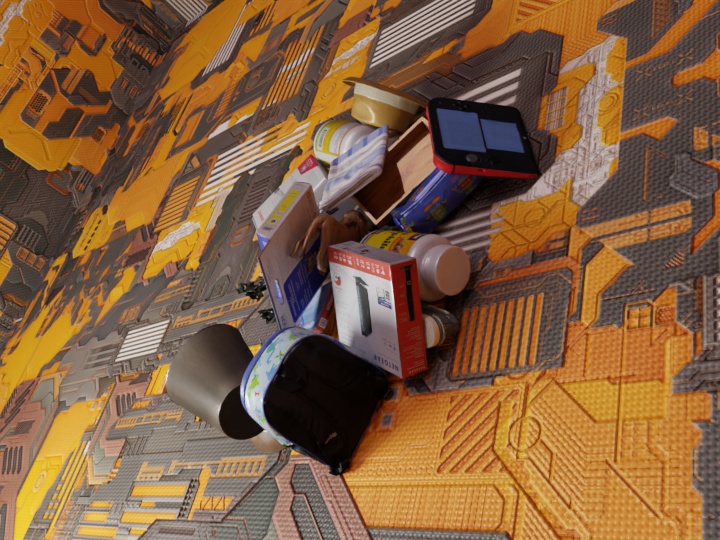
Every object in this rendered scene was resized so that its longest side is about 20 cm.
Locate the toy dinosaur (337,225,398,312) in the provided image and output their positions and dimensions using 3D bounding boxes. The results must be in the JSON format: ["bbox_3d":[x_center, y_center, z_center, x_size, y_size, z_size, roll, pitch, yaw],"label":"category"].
[{"bbox_3d":[0.000,0.000,1.323,0.201,0.047,0.088,-59,-4,-19],"label":"toy dinosaur"}]

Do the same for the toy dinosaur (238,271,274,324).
[{"bbox_3d":[-0.166,0.026,1.495,0.136,0.102,0.200,-40,3,-17],"label":"toy dinosaur"}]

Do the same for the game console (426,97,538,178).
[{"bbox_3d":[0.204,-0.231,1.253,0.176,0.031,0.201,2,45,-4],"label":"game console"}]

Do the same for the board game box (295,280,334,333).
[{"bbox_3d":[-0.100,0.088,1.366,0.200,0.019,0.103,-30,33,58],"label":"board game box"}]

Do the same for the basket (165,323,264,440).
[{"bbox_3d":[-0.243,0.210,1.312,0.181,0.136,0.200,-50,36,-8],"label":"basket"}]

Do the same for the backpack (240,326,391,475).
[{"bbox_3d":[-0.084,0.187,1.141,0.147,0.200,0.184,14,70,54],"label":"backpack"}]

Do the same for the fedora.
[{"bbox_3d":[0.047,-0.338,1.522,0.200,0.200,0.082,34,107,57],"label":"fedora"}]

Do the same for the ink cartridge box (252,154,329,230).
[{"bbox_3d":[-0.136,-0.140,1.623,0.200,0.083,0.145,-45,34,10],"label":"ink cartridge box"}]

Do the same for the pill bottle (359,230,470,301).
[{"bbox_3d":[0.085,-0.009,1.209,0.200,0.109,0.110,9,65,53],"label":"pill bottle"}]

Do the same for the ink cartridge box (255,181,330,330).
[{"bbox_3d":[-0.123,-0.015,1.263,0.047,0.198,0.200,11,45,24],"label":"ink cartridge box"}]

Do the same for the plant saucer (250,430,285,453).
[{"bbox_3d":[-0.146,0.229,1.324,0.200,0.037,0.201,-30,39,28],"label":"plant saucer"}]

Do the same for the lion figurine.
[{"bbox_3d":[-0.047,-0.059,1.270,0.072,0.200,0.123,24,92,16],"label":"lion figurine"}]

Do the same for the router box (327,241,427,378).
[{"bbox_3d":[0.024,0.056,1.163,0.049,0.181,0.200,-14,16,-28],"label":"router box"}]

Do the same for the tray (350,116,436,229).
[{"bbox_3d":[0.077,-0.179,1.348,0.200,0.037,0.099,-43,65,4],"label":"tray"}]

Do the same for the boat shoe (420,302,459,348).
[{"bbox_3d":[0.084,0.083,1.187,0.062,0.073,0.200,-16,12,-28],"label":"boat shoe"}]

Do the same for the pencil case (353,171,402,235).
[{"bbox_3d":[0.011,-0.094,1.406,0.200,0.078,0.089,-51,5,-2],"label":"pencil case"}]

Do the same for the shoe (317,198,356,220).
[{"bbox_3d":[-0.085,-0.082,1.445,0.200,0.071,0.091,-37,-17,-49],"label":"shoe"}]

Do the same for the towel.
[{"bbox_3d":[-0.010,-0.196,1.375,0.147,0.024,0.200,-32,25,25],"label":"towel"}]

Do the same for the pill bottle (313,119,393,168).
[{"bbox_3d":[-0.010,-0.259,1.562,0.111,0.111,0.200,-54,33,-5],"label":"pill bottle"}]

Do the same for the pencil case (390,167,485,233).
[{"bbox_3d":[0.140,-0.139,1.292,0.200,0.087,0.078,-46,51,10],"label":"pencil case"}]
